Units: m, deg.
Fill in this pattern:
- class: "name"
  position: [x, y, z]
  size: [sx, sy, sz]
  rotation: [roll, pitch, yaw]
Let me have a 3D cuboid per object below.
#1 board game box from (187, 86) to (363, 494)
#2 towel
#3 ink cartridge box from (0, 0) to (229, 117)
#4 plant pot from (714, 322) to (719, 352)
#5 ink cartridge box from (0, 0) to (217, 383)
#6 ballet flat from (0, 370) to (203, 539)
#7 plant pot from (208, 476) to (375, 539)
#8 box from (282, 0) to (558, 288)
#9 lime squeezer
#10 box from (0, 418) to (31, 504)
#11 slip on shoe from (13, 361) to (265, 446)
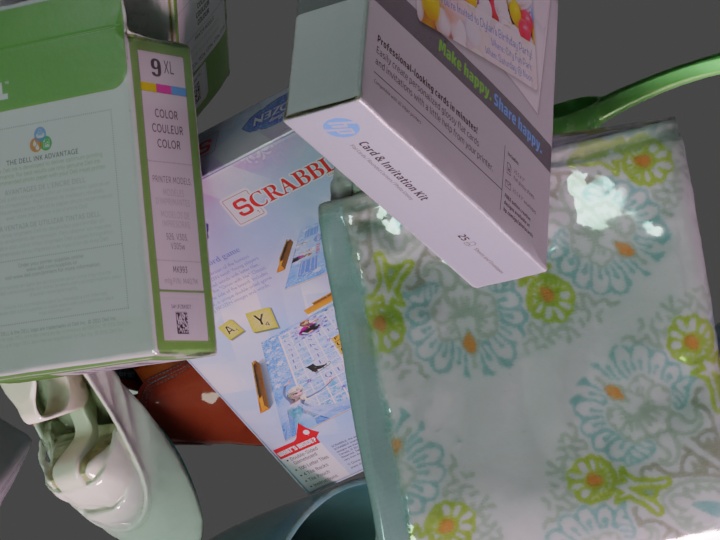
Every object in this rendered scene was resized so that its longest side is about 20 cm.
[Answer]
- class: "board game box"
  position: [0.000, 0.000, 1.307]
  size: [0.199, 0.041, 0.200]
  rotation: [-25, 123, 24]
- class: "towel"
  position: [0.077, 0.039, 1.211]
  size: [0.170, 0.048, 0.202]
  rotation: [-9, 90, 1]
- class: "ink cartridge box"
  position: [-0.145, -0.174, 1.284]
  size: [0.147, 0.076, 0.201]
  rotation: [10, 124, 17]
- class: "plant pot"
  position: [0.225, 0.132, 1.294]
  size: [0.199, 0.134, 0.202]
  rotation: [11, 126, 15]
- class: "ink cartridge box"
  position: [-0.132, -0.053, 1.249]
  size: [0.103, 0.059, 0.202]
  rotation: [-8, 86, 28]
- class: "ballet flat"
  position: [-0.150, 0.075, 1.384]
  size: [0.069, 0.069, 0.201]
  rotation: [-17, 109, 31]
- class: "plant pot"
  position: [-0.035, 0.220, 1.433]
  size: [0.160, 0.201, 0.201]
  rotation: [-15, 116, 43]
- class: "box"
  position: [0.032, -0.117, 1.136]
  size: [0.041, 0.201, 0.156]
  rotation: [-13, 147, 29]
- class: "lime squeezer"
  position: [0.076, -0.095, 1.266]
  size: [0.199, 0.038, 0.071]
  rotation: [17, 128, 13]
- class: "box"
  position: [-0.294, 0.183, 1.516]
  size: [0.104, 0.184, 0.201]
  rotation: [31, 128, -1]
- class: "slip on shoe"
  position: [-0.095, 0.067, 1.434]
  size: [0.198, 0.061, 0.075]
  rotation: [6, 122, 18]
